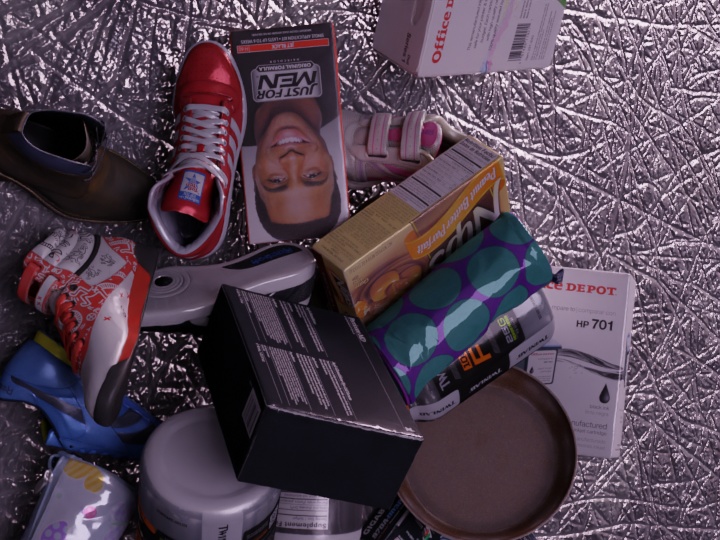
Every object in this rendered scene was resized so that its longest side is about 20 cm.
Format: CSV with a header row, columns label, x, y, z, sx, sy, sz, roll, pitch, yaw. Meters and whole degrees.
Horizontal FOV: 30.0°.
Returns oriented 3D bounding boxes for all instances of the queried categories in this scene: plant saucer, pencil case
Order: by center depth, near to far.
label,x,y,z,sx,sy,sz,roll,pitch,yaw
pencil case,-0.264,0.256,1.140,0.091,0.083,0.201,45,64,-53
pencil case,0.091,0.036,1.262,0.200,0.085,0.093,-39,145,-15
plant saucer,0.125,0.191,1.401,0.201,0.199,0.032,-59,166,-22

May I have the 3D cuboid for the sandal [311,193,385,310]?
label,x,y,z,sx,sy,sz,roll,pitch,yaw
sandal,0.000,0.000,1.364,0.080,0.054,0.200,35,69,2

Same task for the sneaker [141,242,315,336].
label,x,y,z,sx,sy,sz,roll,pitch,yaw
sneaker,-0.134,0.052,1.252,0.199,0.073,0.112,-13,128,-18

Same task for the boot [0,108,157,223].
label,x,y,z,sx,sy,sz,roll,pitch,yaw
boot,-0.237,-0.087,1.149,0.199,0.097,0.075,20,77,-37

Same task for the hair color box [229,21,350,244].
label,x,y,z,sx,sy,sz,roll,pitch,yaw
hair color box,-0.066,-0.130,1.282,0.101,0.061,0.201,-6,95,-1

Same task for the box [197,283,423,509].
label,x,y,z,sx,sy,sz,roll,pitch,yaw
box,-0.048,0.104,1.140,0.140,0.200,0.079,13,113,-22

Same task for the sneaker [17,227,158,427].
label,x,y,z,sx,sy,sz,roll,pitch,yaw
sneaker,-0.236,0.042,1.114,0.107,0.067,0.202,14,40,-9

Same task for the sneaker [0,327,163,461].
label,x,y,z,sx,sy,sz,roll,pitch,yaw
sneaker,-0.232,0.135,1.183,0.200,0.066,0.079,42,76,-30

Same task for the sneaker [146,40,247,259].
label,x,y,z,sx,sy,sz,roll,pitch,yaw
sneaker,-0.145,-0.107,1.198,0.071,0.112,0.201,4,96,2

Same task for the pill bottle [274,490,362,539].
label,x,y,z,sx,sy,sz,roll,pitch,yaw
pill bottle,-0.052,0.211,1.294,0.110,0.110,0.201,4,89,-38

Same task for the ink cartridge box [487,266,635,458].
label,x,y,z,sx,sy,sz,roll,pitch,yaw
ink cartridge box,0.219,0.098,1.477,0.086,0.146,0.201,18,78,-74

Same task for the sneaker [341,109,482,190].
label,x,y,z,sx,sy,sz,roll,pitch,yaw
sneaker,0.041,-0.127,1.350,0.199,0.088,0.082,10,64,-19

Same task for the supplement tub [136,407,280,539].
label,x,y,z,sx,sy,sz,roll,pitch,yaw
supplement tub,-0.135,0.227,1.175,0.122,0.122,0.201,-27,142,-35

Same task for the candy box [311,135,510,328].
label,x,y,z,sx,sy,sz,roll,pitch,yaw
candy box,0.055,-0.027,1.290,0.200,0.055,0.116,-36,139,-20

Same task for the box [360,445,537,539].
label,x,y,z,sx,sy,sz,roll,pitch,yaw
box,0.103,0.300,1.459,0.159,0.046,0.200,-49,119,-27

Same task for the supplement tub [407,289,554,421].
label,x,y,z,sx,sy,sz,roll,pitch,yaw
supplement tub,0.088,0.071,1.369,0.200,0.122,0.123,-34,112,-15

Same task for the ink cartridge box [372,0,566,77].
label,x,y,z,sx,sy,sz,roll,pitch,yaw
ink cartridge box,0.122,-0.289,1.411,0.199,0.084,0.146,-11,124,-38
